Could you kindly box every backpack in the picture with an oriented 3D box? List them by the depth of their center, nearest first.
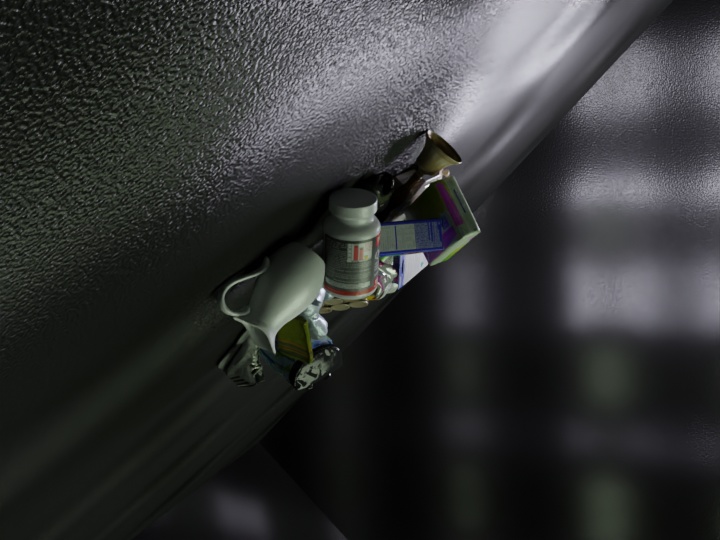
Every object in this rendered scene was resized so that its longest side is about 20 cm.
[{"bbox_3d":[-0.170,0.192,1.846,0.163,0.200,0.154,-24,118,-38],"label":"backpack"}]

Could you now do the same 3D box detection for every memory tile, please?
[{"bbox_3d":[-0.091,0.074,1.808,0.200,0.017,0.153,-10,158,19],"label":"memory tile"}]

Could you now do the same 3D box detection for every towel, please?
[{"bbox_3d":[-0.154,0.152,1.666,0.200,0.086,0.018,89,20,-57],"label":"towel"}]

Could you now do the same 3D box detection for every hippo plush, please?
[{"bbox_3d":[-0.127,0.039,1.647,0.200,0.159,0.161,88,22,-57],"label":"hippo plush"}]

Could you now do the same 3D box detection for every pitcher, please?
[{"bbox_3d":[-0.169,0.032,1.411,0.121,0.172,0.200,14,-117,48],"label":"pitcher"}]

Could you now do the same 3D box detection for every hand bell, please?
[{"bbox_3d":[0.126,-0.208,1.673,0.200,0.104,0.104,-48,171,24],"label":"hand bell"}]

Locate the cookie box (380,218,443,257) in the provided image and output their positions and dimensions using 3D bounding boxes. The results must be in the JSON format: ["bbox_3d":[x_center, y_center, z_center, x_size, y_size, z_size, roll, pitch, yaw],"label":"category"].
[{"bbox_3d":[0.059,-0.068,1.651,0.200,0.075,0.171,-5,180,-18],"label":"cookie box"}]

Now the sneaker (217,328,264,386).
[{"bbox_3d":[-0.255,0.208,1.802,0.201,0.115,0.076,-49,170,27],"label":"sneaker"}]

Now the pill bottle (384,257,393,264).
[{"bbox_3d":[0.059,-0.036,2.123,0.200,0.113,0.113,-43,171,-12],"label":"pill bottle"}]

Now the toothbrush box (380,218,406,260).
[{"bbox_3d":[0.091,-0.121,1.978,0.200,0.086,0.146,-45,172,-6],"label":"toothbrush box"}]

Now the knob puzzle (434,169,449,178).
[{"bbox_3d":[0.207,-0.212,1.904,0.220,0.030,0.220,9,90,-82],"label":"knob puzzle"}]

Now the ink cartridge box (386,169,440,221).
[{"bbox_3d":[0.096,-0.176,1.797,0.200,0.067,0.117,-49,171,30],"label":"ink cartridge box"}]

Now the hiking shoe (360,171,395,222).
[{"bbox_3d":[0.045,-0.162,1.600,0.101,0.076,0.200,-49,174,13],"label":"hiking shoe"}]

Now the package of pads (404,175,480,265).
[{"bbox_3d":[0.183,-0.115,1.703,0.068,0.155,0.200,-21,168,-23],"label":"package of pads"}]

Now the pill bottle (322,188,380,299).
[{"bbox_3d":[-0.018,-0.053,1.466,0.116,0.116,0.200,-35,137,-47],"label":"pill bottle"}]

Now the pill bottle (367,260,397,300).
[{"bbox_3d":[-0.002,0.025,1.906,0.200,0.109,0.109,-2,146,-33],"label":"pill bottle"}]

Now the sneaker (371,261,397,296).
[{"bbox_3d":[0.000,0.000,1.793,0.081,0.200,0.088,-1,-119,57],"label":"sneaker"}]

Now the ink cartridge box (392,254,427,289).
[{"bbox_3d":[0.128,-0.040,1.915,0.200,0.042,0.120,-39,137,-57],"label":"ink cartridge box"}]
